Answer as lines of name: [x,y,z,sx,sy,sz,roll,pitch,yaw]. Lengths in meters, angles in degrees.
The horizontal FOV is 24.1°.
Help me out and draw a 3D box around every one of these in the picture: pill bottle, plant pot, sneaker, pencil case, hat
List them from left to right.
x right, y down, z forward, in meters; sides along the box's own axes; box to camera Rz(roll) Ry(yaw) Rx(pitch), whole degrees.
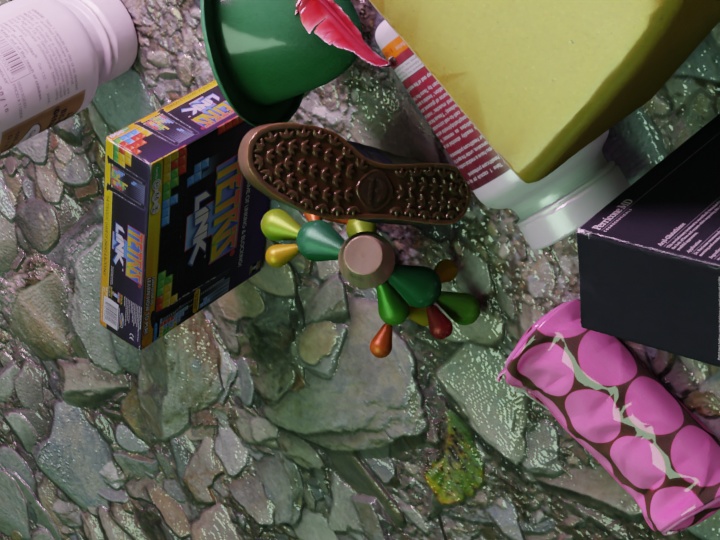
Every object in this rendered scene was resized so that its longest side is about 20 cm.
pill bottle: [-0.297,-0.179,1.490,0.114,0.200,0.115,22,129,30]
sneaker: [-0.018,-0.071,1.333,0.090,0.200,0.067,6,86,61]
hat: [-0.008,-0.190,1.262,0.175,0.201,0.166,-5,153,27]
pill bottle: [0.107,-0.120,1.224,0.113,0.113,0.200,-30,94,48]
plant pot: [0.150,-0.213,1.077,0.194,0.195,0.200,50,131,4]
pencil case: [0.202,0.118,1.315,0.094,0.091,0.200,-46,78,13]

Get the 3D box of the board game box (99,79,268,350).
board game box: [-0.149,-0.053,1.463,0.057,0.165,0.200,31,133,26]

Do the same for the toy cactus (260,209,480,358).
toy cactus: [0.000,0.000,1.378,0.200,0.102,0.165,35,179,6]

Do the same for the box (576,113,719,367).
box: [0.251,-0.022,1.091,0.141,0.200,0.079,19,128,34]
